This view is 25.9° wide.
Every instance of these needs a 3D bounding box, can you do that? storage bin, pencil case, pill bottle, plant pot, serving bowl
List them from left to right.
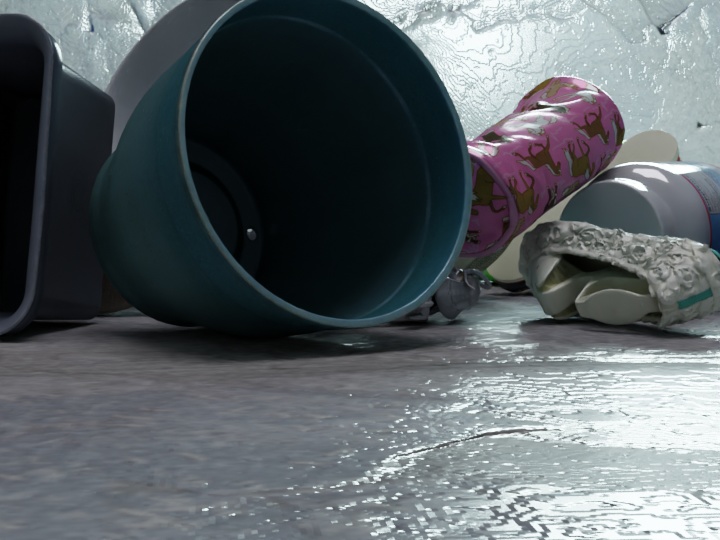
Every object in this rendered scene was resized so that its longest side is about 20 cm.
[{"bbox_3d":[-0.238,-0.051,1.025,0.145,0.200,0.134,1,-7,18],"label":"storage bin"},{"bbox_3d":[-0.114,-0.121,1.205,0.200,0.200,0.066,3,-25,41],"label":"serving bowl"},{"bbox_3d":[-0.066,-0.046,0.959,0.200,0.200,0.188,-3,-11,-36],"label":"plant pot"},{"bbox_3d":[0.113,-0.076,1.109,0.087,0.083,0.200,-36,0,38],"label":"pencil case"},{"bbox_3d":[0.226,-0.029,1.196,0.109,0.109,0.200,2,5,31],"label":"pill bottle"}]

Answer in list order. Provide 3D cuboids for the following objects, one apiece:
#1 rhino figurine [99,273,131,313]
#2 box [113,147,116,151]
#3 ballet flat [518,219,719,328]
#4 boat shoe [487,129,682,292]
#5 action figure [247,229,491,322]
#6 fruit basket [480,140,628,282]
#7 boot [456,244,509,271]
[{"bbox_3d":[-0.194,-0.007,1.136,0.200,0.088,0.060,2,-35,8],"label":"rhino figurine"},{"bbox_3d":[-0.220,-0.043,1.324,0.200,0.125,0.148,-1,3,-35],"label":"box"},{"bbox_3d":[0.156,0.006,1.037,0.072,0.072,0.200,-2,2,-31],"label":"ballet flat"},{"bbox_3d":[0.195,-0.041,1.331,0.200,0.063,0.071,-37,52,-11],"label":"boat shoe"},{"bbox_3d":[0.000,0.000,1.084,0.200,0.069,0.130,7,-4,31],"label":"action figure"},{"bbox_3d":[0.189,-0.070,1.469,0.215,0.156,0.216,3,18,-1],"label":"fruit basket"},{"bbox_3d":[0.021,-0.016,1.232,0.200,0.072,0.155,-28,-24,10],"label":"boot"}]
